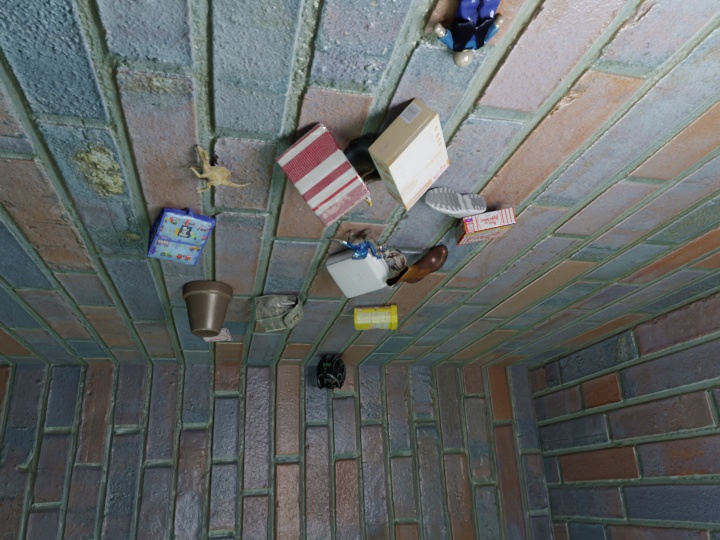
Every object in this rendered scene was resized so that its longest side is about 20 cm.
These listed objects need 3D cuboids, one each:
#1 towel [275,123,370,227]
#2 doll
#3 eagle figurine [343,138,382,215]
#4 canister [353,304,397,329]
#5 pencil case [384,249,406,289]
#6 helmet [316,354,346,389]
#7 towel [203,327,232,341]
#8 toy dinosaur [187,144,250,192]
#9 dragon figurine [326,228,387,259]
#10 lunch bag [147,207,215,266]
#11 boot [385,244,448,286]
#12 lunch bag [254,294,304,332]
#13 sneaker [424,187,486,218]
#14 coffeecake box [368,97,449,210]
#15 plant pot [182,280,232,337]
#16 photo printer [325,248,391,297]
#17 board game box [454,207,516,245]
[{"bbox_3d":[-0.085,-0.218,1.255,0.142,0.023,0.202,-32,111,17],"label":"towel"},{"bbox_3d":[0.190,-0.427,0.934,0.131,0.050,0.201,-12,165,-4],"label":"doll"},{"bbox_3d":[0.002,-0.228,1.338,0.200,0.151,0.152,-44,-171,16],"label":"eagle figurine"},{"bbox_3d":[0.068,0.215,2.445,0.191,0.090,0.149,-2,158,1],"label":"canister"},{"bbox_3d":[0.113,-0.001,1.935,0.076,0.091,0.201,-28,163,-14],"label":"pencil case"},{"bbox_3d":[-0.173,0.601,3.219,0.192,0.193,0.206,7,128,9],"label":"helmet"},{"bbox_3d":[-0.718,0.324,2.682,0.140,0.031,0.201,0,158,-5],"label":"towel"},{"bbox_3d":[-0.359,-0.228,1.337,0.098,0.060,0.200,-13,156,19],"label":"toy dinosaur"},{"bbox_3d":[-0.006,-0.073,1.713,0.192,0.060,0.102,-9,129,-6],"label":"dragon figurine"},{"bbox_3d":[-0.521,-0.117,1.579,0.146,0.097,0.200,12,141,-32],"label":"lunch bag"},{"bbox_3d":[0.190,-0.019,1.800,0.186,0.070,0.198,-33,165,27],"label":"boot"},{"bbox_3d":[-0.329,0.174,2.253,0.192,0.122,0.165,-9,158,-1],"label":"lunch bag"},{"bbox_3d":[0.259,-0.175,1.524,0.193,0.078,0.082,7,155,-25],"label":"sneaker"},{"bbox_3d":[0.114,-0.253,1.214,0.154,0.073,0.200,-47,154,-4],"label":"coffeecake box"},{"bbox_3d":[-0.596,0.156,2.090,0.192,0.181,0.201,-1,158,-1],"label":"plant pot"},{"bbox_3d":[0.000,0.000,1.848,0.195,0.070,0.169,-16,122,31],"label":"photo printer"},{"bbox_3d":[0.368,-0.129,1.618,0.145,0.048,0.200,-11,172,2],"label":"board game box"}]
